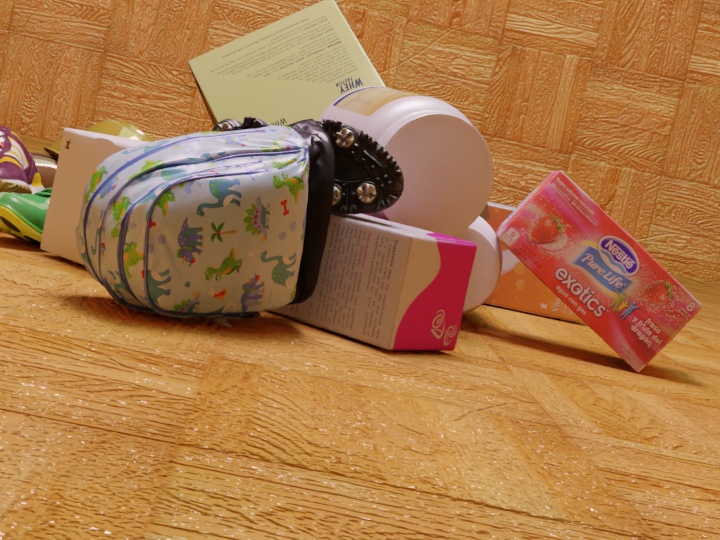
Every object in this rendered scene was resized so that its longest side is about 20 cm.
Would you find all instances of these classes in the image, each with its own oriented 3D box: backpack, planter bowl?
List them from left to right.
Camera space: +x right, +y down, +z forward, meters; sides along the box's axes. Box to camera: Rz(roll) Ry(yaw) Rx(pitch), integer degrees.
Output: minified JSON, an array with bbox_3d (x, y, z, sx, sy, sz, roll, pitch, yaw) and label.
[{"bbox_3d":[-0.297,-0.137,1.648,0.200,0.084,0.200,31,-5,3],"label":"planter bowl"},{"bbox_3d":[-0.123,-0.035,1.022,0.199,0.164,0.154,3,23,-20],"label":"backpack"}]

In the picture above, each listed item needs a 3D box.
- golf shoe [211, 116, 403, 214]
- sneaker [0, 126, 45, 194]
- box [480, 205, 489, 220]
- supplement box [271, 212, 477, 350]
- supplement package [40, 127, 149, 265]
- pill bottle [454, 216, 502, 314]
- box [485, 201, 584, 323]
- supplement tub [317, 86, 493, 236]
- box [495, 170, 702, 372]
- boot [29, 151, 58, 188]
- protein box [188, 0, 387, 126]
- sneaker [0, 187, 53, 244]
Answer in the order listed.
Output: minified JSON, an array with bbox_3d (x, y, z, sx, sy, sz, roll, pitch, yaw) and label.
[{"bbox_3d":[-0.040,-0.095,1.155,0.199,0.078,0.088,15,1,28],"label":"golf shoe"},{"bbox_3d":[-0.388,-0.107,1.359,0.075,0.090,0.200,-26,3,-5],"label":"sneaker"},{"bbox_3d":[0.037,-0.090,1.587,0.200,0.156,0.041,47,-14,32],"label":"box"},{"bbox_3d":[-0.010,-0.001,1.155,0.199,0.104,0.101,15,6,39],"label":"supplement box"},{"bbox_3d":[-0.185,-0.057,1.241,0.121,0.120,0.200,18,7,35],"label":"supplement package"},{"bbox_3d":[0.091,-0.013,1.407,0.119,0.120,0.200,12,6,-5],"label":"pill bottle"},{"bbox_3d":[0.197,-0.017,1.656,0.199,0.125,0.097,11,6,-5],"label":"box"},{"bbox_3d":[0.039,-0.107,1.302,0.144,0.145,0.200,10,9,-21],"label":"supplement tub"},{"bbox_3d":[0.241,-0.002,1.325,0.200,0.095,0.103,44,6,1],"label":"box"},{"bbox_3d":[-0.438,-0.105,1.499,0.174,0.066,0.200,3,6,-1],"label":"boot"},{"bbox_3d":[-0.072,-0.185,1.565,0.135,0.198,0.200,72,-8,-56],"label":"protein box"},{"bbox_3d":[-0.292,-0.066,1.281,0.074,0.084,0.200,16,7,30],"label":"sneaker"}]
